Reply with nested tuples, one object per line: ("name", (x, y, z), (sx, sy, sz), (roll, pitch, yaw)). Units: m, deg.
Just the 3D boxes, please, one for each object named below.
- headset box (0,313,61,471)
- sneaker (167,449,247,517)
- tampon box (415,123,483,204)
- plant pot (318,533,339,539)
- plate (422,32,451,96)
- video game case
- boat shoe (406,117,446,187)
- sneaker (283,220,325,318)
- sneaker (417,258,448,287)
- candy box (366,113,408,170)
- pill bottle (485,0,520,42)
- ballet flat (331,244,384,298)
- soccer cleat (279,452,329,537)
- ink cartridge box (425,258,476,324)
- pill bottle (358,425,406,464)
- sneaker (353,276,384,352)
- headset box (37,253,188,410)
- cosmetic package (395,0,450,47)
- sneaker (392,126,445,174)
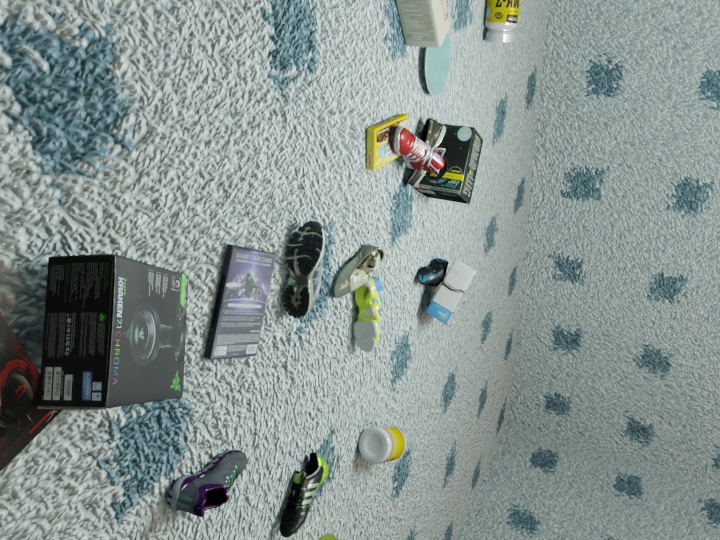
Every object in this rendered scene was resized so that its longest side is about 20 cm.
("headset box", (-0.432, 0.126, 0.631), (0.149, 0.074, 0.203), (-53, 145, -43))
("sneaker", (-0.256, 0.396, 1.101), (0.199, 0.086, 0.076), (-15, 115, -62))
("tampon box", (0.266, -0.321, 1.800), (0.126, 0.147, 0.204), (14, 88, -65))
("plant pot", (-0.036, 0.846, 1.623), (0.187, 0.197, 0.191), (-37, 133, -53))
("plate", (0.213, -0.602, 1.713), (0.200, 0.025, 0.204), (-39, 135, -54))
("video game case", (-0.218, 0.060, 1.113), (0.142, 0.019, 0.205), (11, 90, -65))
("boat shoe", (0.175, -0.335, 1.712), (0.204, 0.060, 0.072), (-65, -164, -9))
("sneaker", (-0.114, -0.007, 1.259), (0.086, 0.076, 0.204), (-28, 133, -72))
("sneaker", (0.244, 0.023, 1.994), (0.199, 0.072, 0.084), (-27, 126, -58))
("candy box", (0.070, -0.330, 1.533), (0.200, 0.026, 0.104), (-40, 139, -53))
("pill bottle", (0.485, -0.887, 2.050), (0.114, 0.112, 0.204), (-33, 129, -56))
("ballet flat", (0.000, 0.000, 1.487), (0.200, 0.063, 0.068), (-51, 143, -44))
("soccer cleat", (-0.144, 0.530, 1.433), (0.082, 0.066, 0.201), (60, 44, -31))
("ink cartridge box", (0.309, 0.068, 2.037), (0.203, 0.083, 0.144), (-62, 170, 8))
("pill bottle", (0.076, 0.526, 1.826), (0.199, 0.102, 0.106), (27, 77, -63))
("sneaker", (0.034, 0.110, 1.592), (0.105, 0.074, 0.204), (-32, 128, -57))
("headset box", (-0.305, 0.082, 0.777), (0.200, 0.091, 0.178), (40, 49, -77))
("cosmetic package", (0.149, -0.659, 1.467), (0.088, 0.102, 0.201), (-62, 152, -27))
("sneaker", (0.157, -0.311, 1.564), (0.200, 0.111, 0.073), (29, 80, -67))
